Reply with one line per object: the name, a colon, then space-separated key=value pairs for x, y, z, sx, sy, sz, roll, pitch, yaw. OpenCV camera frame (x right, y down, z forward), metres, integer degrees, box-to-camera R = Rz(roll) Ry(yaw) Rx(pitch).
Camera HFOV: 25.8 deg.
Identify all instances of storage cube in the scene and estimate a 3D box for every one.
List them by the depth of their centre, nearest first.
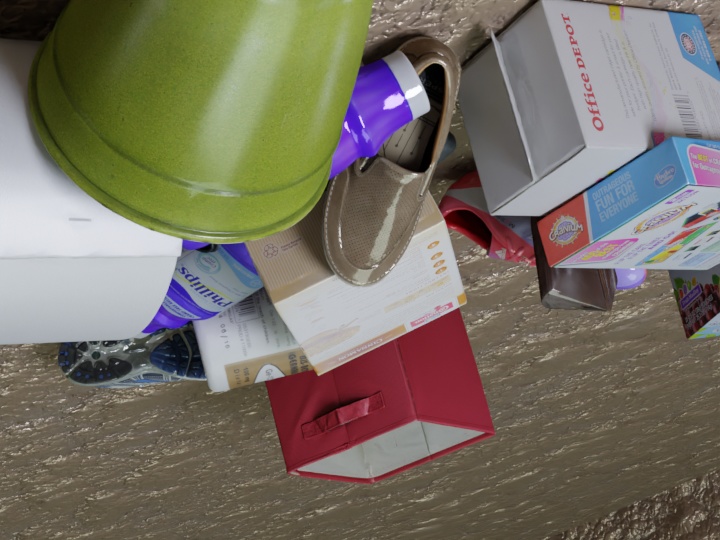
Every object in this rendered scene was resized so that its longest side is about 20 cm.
storage cube: x=0.013 y=0.113 z=1.683 sx=0.171 sy=0.180 sz=0.200 roll=-25 pitch=159 yaw=26

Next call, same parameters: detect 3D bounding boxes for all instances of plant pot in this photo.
plant pot: x=-0.076 y=-0.154 z=0.930 sx=0.200 sy=0.201 sz=0.193 roll=-3 pitch=145 yaw=-30

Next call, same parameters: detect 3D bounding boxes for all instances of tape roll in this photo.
tape roll: x=-0.223 y=-0.052 z=1.045 sx=0.139 sy=0.203 sz=0.203 roll=0 pitch=156 yaw=-33

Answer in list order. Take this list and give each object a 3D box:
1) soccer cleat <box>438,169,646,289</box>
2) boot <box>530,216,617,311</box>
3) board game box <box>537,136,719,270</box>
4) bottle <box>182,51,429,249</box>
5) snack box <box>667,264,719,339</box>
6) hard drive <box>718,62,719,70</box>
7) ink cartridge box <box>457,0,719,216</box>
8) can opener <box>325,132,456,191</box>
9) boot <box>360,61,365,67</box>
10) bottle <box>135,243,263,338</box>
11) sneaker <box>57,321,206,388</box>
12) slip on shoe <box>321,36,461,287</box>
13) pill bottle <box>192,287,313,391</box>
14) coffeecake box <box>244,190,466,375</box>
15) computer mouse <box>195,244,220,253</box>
soccer cleat: x=0.160 y=-0.025 z=1.419 sx=0.076 sy=0.200 sz=0.067 roll=-47 pitch=155 yaw=-30
boot: x=0.197 y=-0.048 z=1.351 sx=0.186 sy=0.201 sz=0.064 roll=5 pitch=153 yaw=-43
board game box: x=0.264 y=-0.049 z=1.258 sx=0.200 sy=0.040 sz=0.153 roll=1 pitch=155 yaw=-40
bottle: x=-0.050 y=-0.086 z=1.097 sx=0.200 sy=0.065 sz=0.084 roll=-28 pitch=-179 yaw=-2
snack box: x=0.360 y=-0.048 z=1.516 sx=0.067 sy=0.169 sz=0.200 roll=-4 pitch=159 yaw=-18
hard drive: x=0.272 y=-0.084 z=1.425 sx=0.038 sy=0.140 sz=0.200 roll=30 pitch=153 yaw=-2
ink cartridge box: x=0.177 y=-0.124 z=1.241 sx=0.199 sy=0.129 sz=0.125 roll=0 pitch=157 yaw=-34
can opener: x=0.004 y=-0.077 z=1.353 sx=0.066 sy=0.053 sz=0.200 roll=5 pitch=152 yaw=-41
boot: x=-0.100 y=-0.106 z=1.183 sx=0.150 sy=0.073 sz=0.200 roll=2 pitch=160 yaw=-39
bottle: x=-0.148 y=0.003 z=1.423 sx=0.083 sy=0.065 sz=0.200 roll=39 pitch=132 yaw=-25
sneaker: x=-0.213 y=0.084 z=1.624 sx=0.199 sy=0.077 sz=0.085 roll=-1 pitch=167 yaw=-15
slip on shoe: x=0.025 y=-0.077 z=1.191 sx=0.076 sy=0.201 sz=0.061 roll=21 pitch=-167 yaw=-13
pill bottle: x=-0.062 y=0.042 z=1.533 sx=0.199 sy=0.115 sz=0.114 roll=-13 pitch=160 yaw=-5
coffeecake box: x=0.000 y=0.000 z=1.343 sx=0.153 sy=0.073 sz=0.200 roll=-26 pitch=158 yaw=-1
computer mouse: x=-0.168 y=-0.035 z=1.239 sx=0.109 sy=0.044 sz=0.200 roll=6 pitch=-178 yaw=-7
